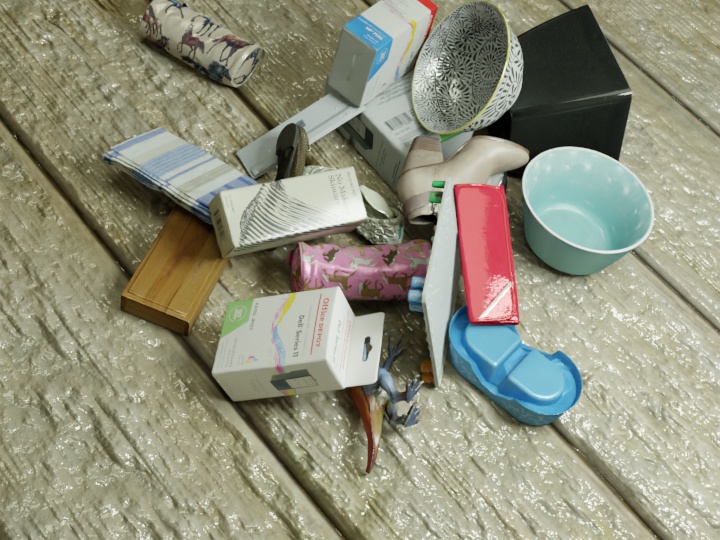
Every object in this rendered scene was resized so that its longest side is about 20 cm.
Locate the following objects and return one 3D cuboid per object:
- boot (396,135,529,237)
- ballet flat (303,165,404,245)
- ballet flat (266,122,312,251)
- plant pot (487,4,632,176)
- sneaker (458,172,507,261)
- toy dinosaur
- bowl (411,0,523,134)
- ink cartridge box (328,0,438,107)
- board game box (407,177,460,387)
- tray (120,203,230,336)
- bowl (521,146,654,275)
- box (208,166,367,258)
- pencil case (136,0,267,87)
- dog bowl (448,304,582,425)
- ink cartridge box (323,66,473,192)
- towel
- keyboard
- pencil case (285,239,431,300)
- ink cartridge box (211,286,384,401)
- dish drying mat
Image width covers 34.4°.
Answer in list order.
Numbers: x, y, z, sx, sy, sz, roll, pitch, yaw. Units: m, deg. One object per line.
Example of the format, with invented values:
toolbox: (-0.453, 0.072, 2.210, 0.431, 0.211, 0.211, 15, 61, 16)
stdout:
boot: (0.148, -0.117, 1.661, 0.197, 0.070, 0.148, 4, 60, -6)
ballet flat: (-0.015, -0.108, 1.685, 0.199, 0.072, 0.072, 33, 52, 14)
ballet flat: (-0.104, -0.116, 1.660, 0.046, 0.067, 0.202, 30, 58, -38)
plant pot: (0.291, -0.259, 1.803, 0.175, 0.200, 0.202, -11, 55, -6)
sneaker: (0.164, -0.086, 1.720, 0.086, 0.075, 0.201, 6, 47, 13)
toy dinosaur: (0.000, 0.124, 1.498, 0.180, 0.106, 0.200, 27, 60, 32)
bowl: (0.175, -0.283, 1.704, 0.093, 0.201, 0.202, 16, 44, -38)
ink cartridge box: (0.045, -0.344, 1.737, 0.067, 0.117, 0.200, 37, 52, 14)
board game box: (0.099, 0.016, 1.525, 0.026, 0.201, 0.202, 4, 53, 13)
tray: (-0.236, -0.013, 1.576, 0.098, 0.037, 0.201, 21, 50, 3)
bowl: (0.318, -0.074, 1.711, 0.198, 0.106, 0.203, 7, 52, -8)
box: (-0.097, -0.079, 1.568, 0.198, 0.068, 0.083, -14, 83, -24)
pencil case: (-0.246, -0.360, 1.817, 0.199, 0.078, 0.090, 31, 67, 12)
dog bowl: (0.202, 0.129, 1.562, 0.199, 0.050, 0.111, 38, 54, 17)
ink cartridge box: (0.055, -0.237, 1.788, 0.145, 0.084, 0.200, -27, 63, -29)
towel: (-0.248, -0.136, 1.648, 0.199, 0.024, 0.147, 29, 30, 13)
keyboard: (-0.089, -0.208, 1.728, 0.199, 0.011, 0.057, -33, 60, -4)
pencil case: (0.000, 0.000, 1.594, 0.197, 0.086, 0.084, -2, 95, -14)
ink cartridge box: (-0.076, 0.090, 1.456, 0.198, 0.068, 0.118, -9, 48, 19)
dish drying mat: (0.173, -0.024, 1.591, 0.076, 0.018, 0.203, 0, 71, -13)
